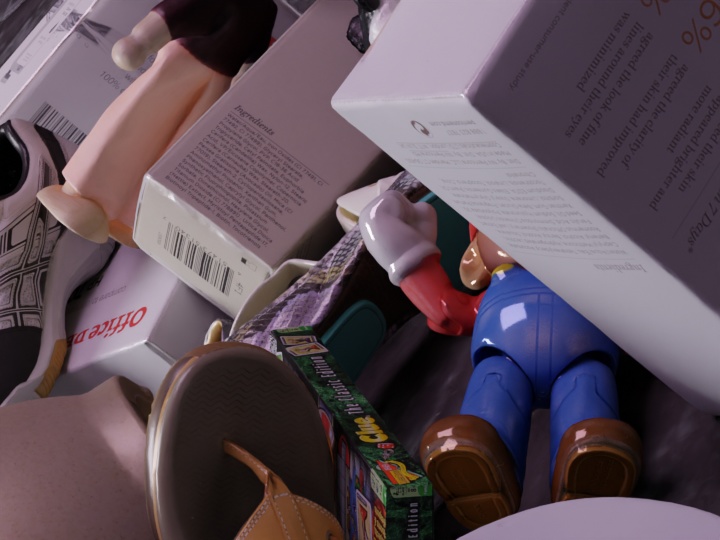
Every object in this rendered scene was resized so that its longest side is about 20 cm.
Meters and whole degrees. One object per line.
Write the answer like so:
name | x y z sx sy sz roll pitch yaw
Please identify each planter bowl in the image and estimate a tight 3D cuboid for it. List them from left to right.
planter bowl | -0.108 0.129 1.199 0.135 0.200 0.200 -42 22 1

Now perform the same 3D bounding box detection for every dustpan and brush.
dustpan and brush | 0.061 0.117 1.042 0.140 0.057 0.200 -21 16 -6

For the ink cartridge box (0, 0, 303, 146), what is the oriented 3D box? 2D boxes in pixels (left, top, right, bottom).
ink cartridge box | -0.121 -0.087 1.629 0.200 0.147 0.083 -50 21 1

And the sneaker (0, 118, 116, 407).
sneaker | -0.189 0.012 1.457 0.076 0.088 0.200 -26 35 45

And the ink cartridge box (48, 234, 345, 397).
ink cartridge box | -0.075 -0.005 1.490 0.146 0.086 0.200 -21 35 52

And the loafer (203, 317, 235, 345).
loafer | -0.090 0.114 1.341 0.200 0.072 0.073 -57 23 -15

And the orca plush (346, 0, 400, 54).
orca plush | 0.007 -0.135 1.359 0.071 0.105 0.200 -35 67 37

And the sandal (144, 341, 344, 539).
sandal | -0.035 0.126 1.113 0.054 0.080 0.200 0 93 56

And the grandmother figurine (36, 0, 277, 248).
grandmother figurine | -0.076 -0.105 1.419 0.200 0.061 0.121 -57 -12 10

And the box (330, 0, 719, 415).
box | 0.120 -0.060 1.027 0.152 0.200 0.106 -56 23 -14

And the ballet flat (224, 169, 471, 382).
ballet flat | 0.000 0.000 1.312 0.200 0.072 0.072 -45 20 -12

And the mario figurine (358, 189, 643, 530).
mario figurine | 0.068 0.004 1.148 0.106 0.123 0.200 -51 21 36

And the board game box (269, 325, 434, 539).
board game box | -0.005 0.101 1.178 0.023 0.105 0.200 -7 17 -13

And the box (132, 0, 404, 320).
box | -0.017 -0.071 1.405 0.200 0.082 0.068 -46 -12 -28
